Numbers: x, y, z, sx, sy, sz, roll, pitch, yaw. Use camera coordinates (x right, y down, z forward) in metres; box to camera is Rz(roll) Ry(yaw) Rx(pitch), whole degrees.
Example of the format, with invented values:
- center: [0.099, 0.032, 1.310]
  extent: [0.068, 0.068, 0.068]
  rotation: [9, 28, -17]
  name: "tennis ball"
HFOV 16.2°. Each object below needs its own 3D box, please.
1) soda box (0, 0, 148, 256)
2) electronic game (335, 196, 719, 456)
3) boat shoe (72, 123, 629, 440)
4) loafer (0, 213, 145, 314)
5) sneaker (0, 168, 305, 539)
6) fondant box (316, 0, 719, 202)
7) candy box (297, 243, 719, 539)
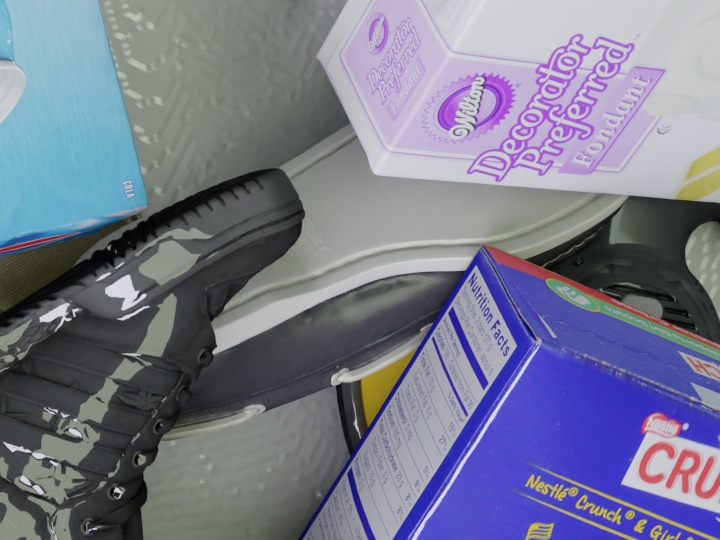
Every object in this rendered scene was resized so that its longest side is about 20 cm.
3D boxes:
- center: [-0.124, -0.104, 0.747]
  extent: [0.068, 0.064, 0.200]
  rotation: [-14, 89, -19]
  name: "soda box"
- center: [0.089, 0.030, 0.880]
  extent: [0.200, 0.042, 0.200]
  rotation: [-1, 92, -13]
  name: "electronic game"
- center: [0.000, 0.000, 0.819]
  extent: [0.200, 0.060, 0.074]
  rotation: [-24, 54, -21]
  name: "boat shoe"
- center: [-0.137, -0.050, 0.809]
  extent: [0.076, 0.067, 0.200]
  rotation: [-41, 101, -8]
  name: "loafer"
- center: [-0.084, 0.062, 0.728]
  extent: [0.200, 0.060, 0.104]
  rotation: [-32, 98, -7]
  name: "sneaker"
- center: [0.107, -0.090, 0.778]
  extent: [0.200, 0.058, 0.144]
  rotation: [4, 136, -32]
  name: "fondant box"
- center: [0.065, 0.113, 0.817]
  extent: [0.169, 0.077, 0.200]
  rotation: [23, 110, -24]
  name: "candy box"
